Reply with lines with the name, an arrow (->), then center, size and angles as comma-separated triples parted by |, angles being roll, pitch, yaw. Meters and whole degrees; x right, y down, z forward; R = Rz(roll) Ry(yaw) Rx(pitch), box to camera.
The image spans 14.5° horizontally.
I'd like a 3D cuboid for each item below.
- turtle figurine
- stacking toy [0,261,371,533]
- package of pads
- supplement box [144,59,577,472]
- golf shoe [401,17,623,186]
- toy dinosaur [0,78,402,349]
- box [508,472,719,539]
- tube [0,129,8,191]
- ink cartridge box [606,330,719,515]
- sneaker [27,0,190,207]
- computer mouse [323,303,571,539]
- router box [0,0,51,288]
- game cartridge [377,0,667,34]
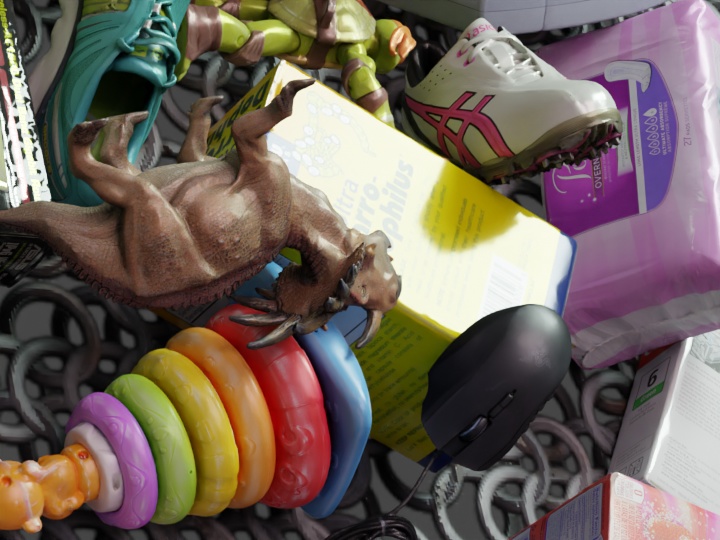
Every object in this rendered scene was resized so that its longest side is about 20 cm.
turtle figurine -> -0.032, -0.126, 1.567 | 0.160, 0.065, 0.200 | 3, 38, -25
stacking toy -> -0.103, 0.087, 1.401 | 0.199, 0.110, 0.116 | -20, 62, -32
package of pads -> 0.166, -0.050, 1.659 | 0.076, 0.120, 0.201 | 44, 37, -49
supplement box -> 0.000, 0.000, 1.514 | 0.199, 0.109, 0.110 | 31, 49, -19
golf shoe -> 0.073, -0.092, 1.560 | 0.072, 0.200, 0.093 | -16, 96, -26
toy dinosaur -> -0.075, -0.014, 1.369 | 0.199, 0.086, 0.136 | -11, 94, -10
box -> 0.137, 0.223, 1.485 | 0.094, 0.103, 0.201 | 22, 51, -24
tube -> -0.209, -0.136, 1.398 | 0.058, 0.052, 0.201 | -5, 66, 0
ink cartridge box -> 0.214, 0.085, 1.666 | 0.109, 0.050, 0.201 | 34, 47, -15
sneaker -> -0.115, -0.122, 1.464 | 0.077, 0.080, 0.201 | 18, 89, -34
computer mouse -> 0.038, 0.100, 1.449 | 0.059, 0.034, 0.200 | 37, 91, -19
router box -> -0.244, -0.094, 1.420 | 0.149, 0.062, 0.201 | 4, 61, -34
game cartridge -> 0.107, -0.183, 1.705 | 0.199, 0.041, 0.133 | -18, 34, -42
